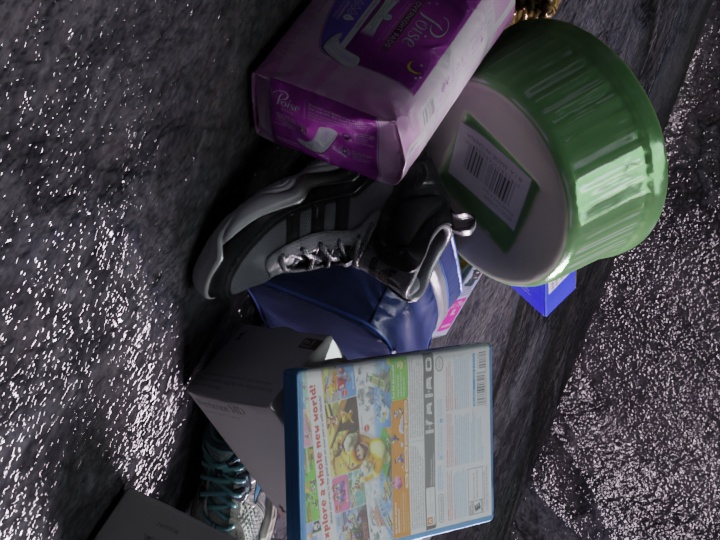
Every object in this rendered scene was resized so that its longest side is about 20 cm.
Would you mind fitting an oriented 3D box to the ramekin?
[{"bbox_3d":[0.129,-0.085,1.208,0.098,0.200,0.200,-28,144,-33],"label":"ramekin"}]

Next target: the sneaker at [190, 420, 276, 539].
[{"bbox_3d":[-0.107,0.158,1.273,0.086,0.078,0.200,31,75,-63],"label":"sneaker"}]

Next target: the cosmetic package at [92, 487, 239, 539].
[{"bbox_3d":[-0.146,0.264,1.197,0.085,0.108,0.200,-58,164,-31],"label":"cosmetic package"}]

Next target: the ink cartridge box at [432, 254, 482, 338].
[{"bbox_3d":[0.071,-0.054,1.370,0.200,0.119,0.042,-59,158,20],"label":"ink cartridge box"}]

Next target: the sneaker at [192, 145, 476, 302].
[{"bbox_3d":[-0.015,-0.016,1.109,0.200,0.114,0.076,-33,159,-11],"label":"sneaker"}]

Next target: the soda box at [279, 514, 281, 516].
[{"bbox_3d":[-0.051,0.199,1.491,0.063,0.070,0.200,-63,164,-16],"label":"soda box"}]

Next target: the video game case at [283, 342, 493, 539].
[{"bbox_3d":[0.025,0.134,1.176,0.200,0.018,0.143,-5,97,-41],"label":"video game case"}]

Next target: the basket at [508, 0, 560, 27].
[{"bbox_3d":[0.116,-0.289,1.207,0.149,0.143,0.200,-62,164,-13],"label":"basket"}]

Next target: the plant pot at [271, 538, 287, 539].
[{"bbox_3d":[-0.082,0.392,1.475,0.196,0.200,0.200,-64,167,22],"label":"plant pot"}]

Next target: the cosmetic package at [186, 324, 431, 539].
[{"bbox_3d":[-0.031,0.140,1.211,0.081,0.113,0.200,-51,121,-27],"label":"cosmetic package"}]

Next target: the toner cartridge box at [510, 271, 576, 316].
[{"bbox_3d":[0.112,-0.052,1.427,0.043,0.200,0.095,-42,160,-12],"label":"toner cartridge box"}]

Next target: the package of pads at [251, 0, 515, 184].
[{"bbox_3d":[0.020,-0.160,1.113,0.200,0.120,0.076,-57,160,-34],"label":"package of pads"}]

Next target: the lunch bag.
[{"bbox_3d":[0.000,0.000,1.249,0.132,0.136,0.200,-62,163,-19],"label":"lunch bag"}]
